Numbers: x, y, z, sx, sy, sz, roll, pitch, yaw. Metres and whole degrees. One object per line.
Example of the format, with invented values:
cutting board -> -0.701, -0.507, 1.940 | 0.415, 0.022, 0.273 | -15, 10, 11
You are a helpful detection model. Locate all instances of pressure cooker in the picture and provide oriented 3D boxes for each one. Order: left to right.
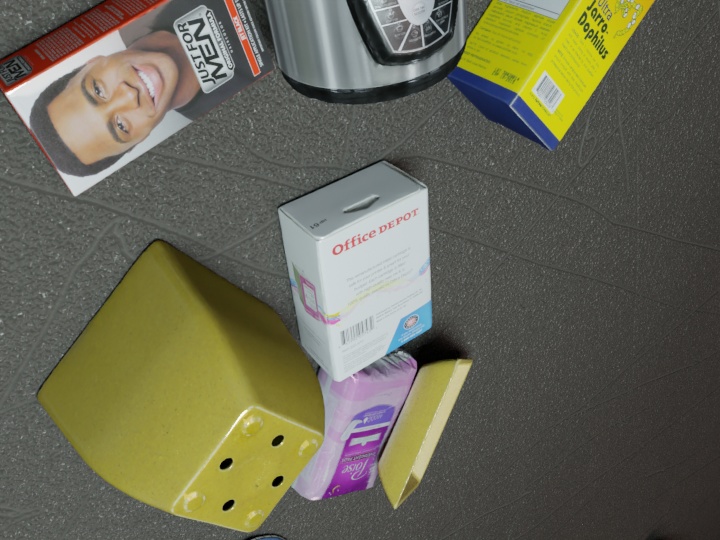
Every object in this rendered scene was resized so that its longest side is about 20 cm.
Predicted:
pressure cooker -> -0.004, -0.257, 0.612 | 0.177, 0.176, 0.202 | -68, 157, -47

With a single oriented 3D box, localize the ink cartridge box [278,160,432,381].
ink cartridge box -> 0.000, 0.000, 0.854 | 0.143, 0.085, 0.202 | -27, 134, -25

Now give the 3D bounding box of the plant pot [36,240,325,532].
plant pot -> -0.149, 0.132, 0.732 | 0.196, 0.200, 0.194 | -51, 138, 2

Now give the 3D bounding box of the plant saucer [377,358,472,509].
plant saucer -> 0.084, 0.202, 1.031 | 0.202, 0.048, 0.200 | -67, 166, -1

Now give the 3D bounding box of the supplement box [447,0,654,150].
supplement box -> 0.207, -0.256, 0.838 | 0.109, 0.109, 0.201 | 28, 99, -47

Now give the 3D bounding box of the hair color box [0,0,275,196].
hair color box -> -0.175, -0.161, 0.610 | 0.199, 0.061, 0.102 | -37, 137, -14

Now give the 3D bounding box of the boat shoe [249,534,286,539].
boat shoe -> -0.102, 0.426, 1.067 | 0.073, 0.072, 0.200 | -52, 138, 2

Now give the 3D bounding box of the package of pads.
package of pads -> -0.013, 0.191, 0.981 | 0.119, 0.076, 0.202 | 1, 117, -40
